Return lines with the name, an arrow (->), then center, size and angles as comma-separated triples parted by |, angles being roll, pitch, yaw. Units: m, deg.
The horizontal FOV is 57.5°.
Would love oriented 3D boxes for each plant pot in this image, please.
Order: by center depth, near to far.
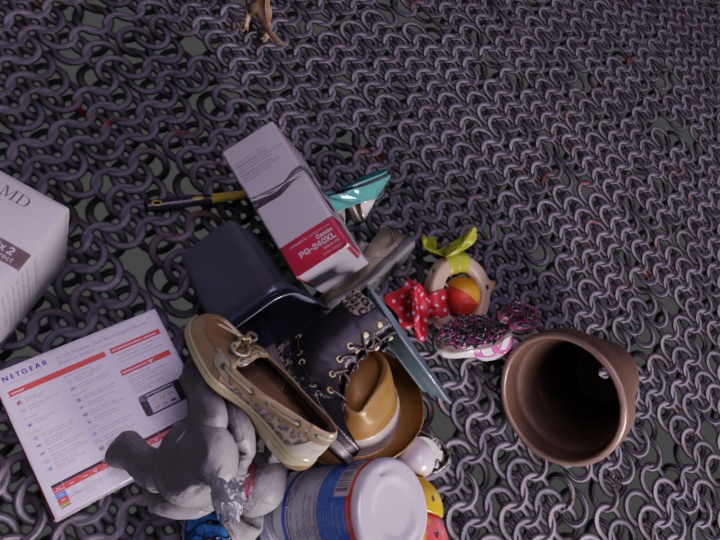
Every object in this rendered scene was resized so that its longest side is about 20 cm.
plant pot -> 0.345, 0.179, 1.015 | 0.174, 0.200, 0.200 | -8, 70, -46

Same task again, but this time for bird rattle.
bird rattle -> 0.143, 0.033, 1.030 | 0.163, 0.113, 0.200 | 38, 59, -24

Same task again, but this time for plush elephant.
plush elephant -> -0.146, 0.215, 0.728 | 0.200, 0.155, 0.165 | 33, 82, 39

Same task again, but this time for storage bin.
storage bin -> -0.144, 0.032, 0.850 | 0.145, 0.200, 0.134 | -36, 70, 6

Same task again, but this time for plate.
plate -> 0.060, 0.107, 0.918 | 0.026, 0.200, 0.200 | -36, 84, 2

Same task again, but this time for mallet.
mallet -> -0.209, -0.098, 0.963 | 0.200, 0.041, 0.066 | -17, 73, -26

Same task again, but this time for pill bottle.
pill bottle -> -0.030, 0.282, 0.762 | 0.112, 0.200, 0.112 | 19, 60, -38

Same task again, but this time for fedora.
fedora -> -0.008, 0.159, 0.862 | 0.200, 0.082, 0.201 | -1, 43, 1

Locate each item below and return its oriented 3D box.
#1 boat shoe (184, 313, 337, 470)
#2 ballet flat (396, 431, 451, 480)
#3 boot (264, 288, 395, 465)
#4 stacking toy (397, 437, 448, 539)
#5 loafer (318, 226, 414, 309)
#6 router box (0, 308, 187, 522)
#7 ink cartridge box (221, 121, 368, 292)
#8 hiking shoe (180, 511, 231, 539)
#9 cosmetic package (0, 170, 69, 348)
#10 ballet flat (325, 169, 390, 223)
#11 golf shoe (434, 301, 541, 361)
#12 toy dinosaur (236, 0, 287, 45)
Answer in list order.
boat shoe -> -0.103, 0.113, 0.687 | 0.200, 0.063, 0.073 | 45, 29, 8
ballet flat -> 0.040, 0.230, 0.905 | 0.200, 0.072, 0.072 | 25, 59, -12
boot -> -0.018, 0.115, 0.779 | 0.154, 0.074, 0.204 | -37, 42, -7
stacking toy -> 0.056, 0.309, 0.823 | 0.146, 0.146, 0.200 | 16, 65, -17
loafer -> 0.000, 0.000, 0.999 | 0.070, 0.075, 0.200 | 41, 53, 13
router box -> -0.302, 0.166, 0.788 | 0.200, 0.049, 0.180 | -23, 78, -31
ink cartridge box -> -0.084, -0.082, 0.883 | 0.083, 0.145, 0.200 | -32, 77, 4
hiking shoe -> -0.166, 0.342, 0.747 | 0.074, 0.087, 0.200 | 7, 64, -22
cosmetic package -> -0.454, -0.003, 0.726 | 0.165, 0.165, 0.200 | 30, 58, -11
ballet flat -> -0.029, -0.101, 1.038 | 0.200, 0.067, 0.070 | -24, 103, -31
golf shoe -> 0.194, 0.112, 1.014 | 0.200, 0.092, 0.073 | -9, 39, -32
toy dinosaur -> -0.166, -0.434, 1.096 | 0.058, 0.101, 0.200 | 2, 66, -24
